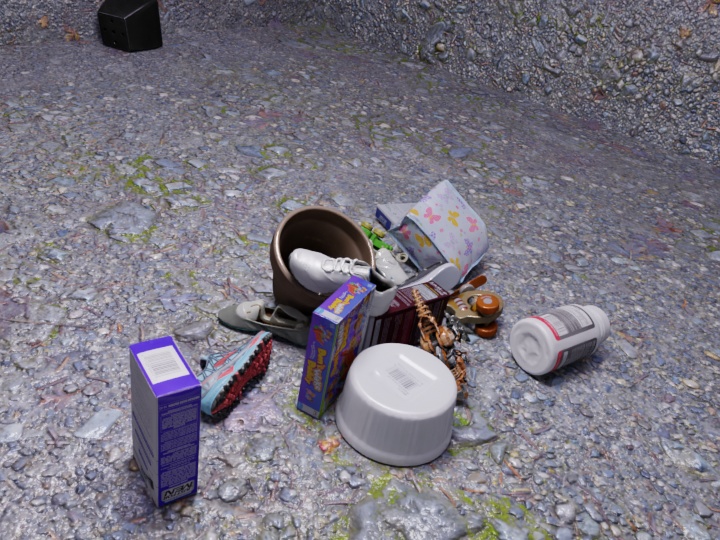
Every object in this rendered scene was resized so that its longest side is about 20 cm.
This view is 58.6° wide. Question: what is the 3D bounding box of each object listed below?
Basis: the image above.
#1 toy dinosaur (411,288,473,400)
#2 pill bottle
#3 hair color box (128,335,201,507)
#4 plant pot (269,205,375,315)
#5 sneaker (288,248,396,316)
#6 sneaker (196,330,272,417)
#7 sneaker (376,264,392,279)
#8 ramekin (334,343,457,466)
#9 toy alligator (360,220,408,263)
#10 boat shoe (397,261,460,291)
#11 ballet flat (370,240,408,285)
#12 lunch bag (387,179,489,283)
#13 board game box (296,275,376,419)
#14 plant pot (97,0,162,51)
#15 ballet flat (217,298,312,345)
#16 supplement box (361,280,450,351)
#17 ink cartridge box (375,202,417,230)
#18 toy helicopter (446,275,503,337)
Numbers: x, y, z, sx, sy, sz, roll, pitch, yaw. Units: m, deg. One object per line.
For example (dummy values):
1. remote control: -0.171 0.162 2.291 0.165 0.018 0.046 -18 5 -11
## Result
1. toy dinosaur: 0.148 0.128 1.151 0.101 0.202 0.136 -4 6 14
2. pill bottle: 0.401 0.129 1.271 0.199 0.111 0.111 -12 38 -33
3. hair color box: -0.263 0.203 0.861 0.064 0.201 0.109 -11 37 -34
4. plant pot: -0.095 0.004 1.230 0.199 0.175 0.201 12 59 -21
5. sneaker: -0.026 0.005 1.102 0.199 0.087 0.075 22 54 -13
6. sneaker: -0.220 0.154 1.072 0.095 0.080 0.200 19 32 17
7. sneaker: 0.000 0.000 1.393 0.200 0.073 0.072 33 39 33
8. ramekin: 0.063 0.209 1.050 0.199 0.098 0.201 8 31 -5
9. toy alligator: 0.041 -0.061 1.525 0.199 0.059 0.054 33 -3 30
10. boat shoe: 0.111 0.040 1.326 0.199 0.070 0.066 -34 25 -9
11. ballet flat: 0.027 -0.032 1.458 0.199 0.070 0.069 30 36 27
12. lunch bag: 0.191 -0.076 1.491 0.200 0.127 0.170 47 57 -1
13. board game box: -0.040 0.126 1.054 0.045 0.201 0.134 23 34 18
14. plant pot: -0.945 -0.997 2.602 0.199 0.200 0.178 18 44 12
15. ballet flat: -0.172 0.085 1.209 0.199 0.064 0.067 15 33 8
16. supplement box: 0.072 0.096 1.225 0.199 0.109 0.061 -13 38 -34
17. ink cartridge box: 0.169 -0.112 1.653 0.199 0.044 0.197 -5 36 -29
18. toy helicopter: 0.200 0.065 1.354 0.198 0.079 0.133 3 37 11
